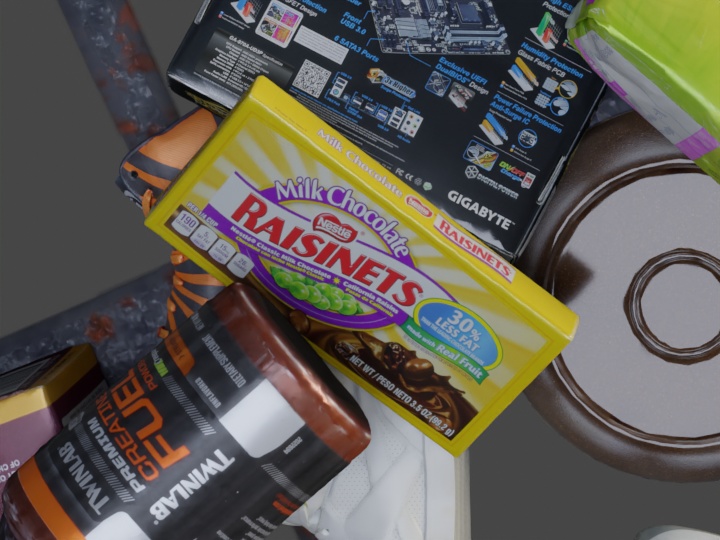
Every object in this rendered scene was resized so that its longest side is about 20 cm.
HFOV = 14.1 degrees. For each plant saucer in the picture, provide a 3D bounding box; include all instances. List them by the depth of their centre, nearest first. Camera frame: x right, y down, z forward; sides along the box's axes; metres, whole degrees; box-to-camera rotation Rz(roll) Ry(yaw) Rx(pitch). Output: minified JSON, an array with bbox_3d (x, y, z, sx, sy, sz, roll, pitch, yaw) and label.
[{"bbox_3d":[0.167,0.015,1.499,0.200,0.032,0.201,1,101,7],"label":"plant saucer"}]

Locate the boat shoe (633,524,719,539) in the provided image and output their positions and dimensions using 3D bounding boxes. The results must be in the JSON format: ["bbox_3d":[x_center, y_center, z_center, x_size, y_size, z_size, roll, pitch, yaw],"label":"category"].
[{"bbox_3d":[0.230,0.187,1.489,0.202,0.074,0.065,16,64,9],"label":"boat shoe"}]

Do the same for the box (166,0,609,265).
[{"bbox_3d":[0.025,-0.117,1.460,0.200,0.046,0.159,27,83,2],"label":"box"}]

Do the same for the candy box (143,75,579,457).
[{"bbox_3d":[0.000,0.000,1.440,0.200,0.026,0.102,37,122,-7],"label":"candy box"}]

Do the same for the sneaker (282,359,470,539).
[{"bbox_3d":[-0.002,0.141,1.530,0.115,0.074,0.200,0,91,10],"label":"sneaker"}]

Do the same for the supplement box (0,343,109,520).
[{"bbox_3d":[-0.153,0.152,1.530,0.086,0.110,0.200,-20,97,12],"label":"supplement box"}]

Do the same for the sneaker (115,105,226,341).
[{"bbox_3d":[-0.087,-0.001,1.517,0.112,0.078,0.200,28,93,6],"label":"sneaker"}]

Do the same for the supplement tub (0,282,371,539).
[{"bbox_3d":[-0.099,0.106,1.412,0.200,0.107,0.107,-42,93,2],"label":"supplement tub"}]

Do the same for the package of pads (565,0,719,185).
[{"bbox_3d":[0.216,-0.108,1.419,0.200,0.068,0.155,40,82,-5],"label":"package of pads"}]
